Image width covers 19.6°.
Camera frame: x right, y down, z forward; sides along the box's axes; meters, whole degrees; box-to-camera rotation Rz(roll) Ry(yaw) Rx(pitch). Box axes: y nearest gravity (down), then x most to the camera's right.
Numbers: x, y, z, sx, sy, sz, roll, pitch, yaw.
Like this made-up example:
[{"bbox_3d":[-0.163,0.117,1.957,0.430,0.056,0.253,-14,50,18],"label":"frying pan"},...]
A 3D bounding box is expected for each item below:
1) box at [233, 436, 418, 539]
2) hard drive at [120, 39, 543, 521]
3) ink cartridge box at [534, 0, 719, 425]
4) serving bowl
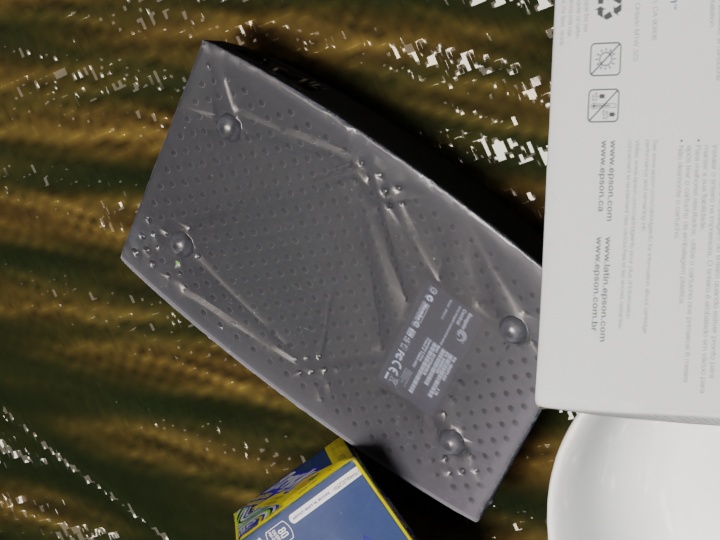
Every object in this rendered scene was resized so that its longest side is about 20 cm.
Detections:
[{"bbox_3d":[0.026,0.173,0.904,0.064,0.070,0.201,-36,96,-2],"label":"box"},{"bbox_3d":[0.000,0.000,0.879,0.199,0.042,0.135,35,125,14],"label":"hard drive"},{"bbox_3d":[0.157,-0.046,0.710,0.199,0.040,0.201,1,86,35],"label":"ink cartridge box"},{"bbox_3d":[0.174,0.103,0.798,0.199,0.066,0.201,14,120,26],"label":"serving bowl"}]
